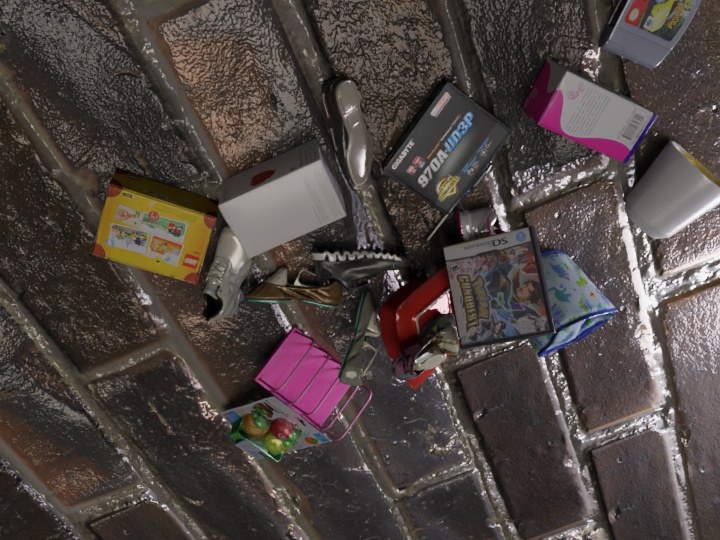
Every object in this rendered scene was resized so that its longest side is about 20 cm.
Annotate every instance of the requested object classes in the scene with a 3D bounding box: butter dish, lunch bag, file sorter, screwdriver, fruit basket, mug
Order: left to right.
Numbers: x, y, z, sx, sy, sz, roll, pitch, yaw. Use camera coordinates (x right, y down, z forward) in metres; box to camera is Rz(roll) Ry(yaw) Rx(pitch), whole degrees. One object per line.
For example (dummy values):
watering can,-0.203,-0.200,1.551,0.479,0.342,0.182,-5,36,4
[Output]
fruit basket,-0.192,0.354,1.439,0.199,0.094,0.185,-19,126,42
file sorter,-0.094,0.243,1.374,0.200,0.125,0.139,44,76,-26
butter dish,0.105,0.103,1.347,0.199,0.147,0.202,-36,126,-38
screwdriver,0.191,-0.134,1.278,0.028,0.029,0.201,29,107,-21
lunch bag,0.393,0.055,1.301,0.198,0.171,0.128,-20,150,-27
mug,0.618,-0.135,1.274,0.186,0.150,0.153,31,119,-15

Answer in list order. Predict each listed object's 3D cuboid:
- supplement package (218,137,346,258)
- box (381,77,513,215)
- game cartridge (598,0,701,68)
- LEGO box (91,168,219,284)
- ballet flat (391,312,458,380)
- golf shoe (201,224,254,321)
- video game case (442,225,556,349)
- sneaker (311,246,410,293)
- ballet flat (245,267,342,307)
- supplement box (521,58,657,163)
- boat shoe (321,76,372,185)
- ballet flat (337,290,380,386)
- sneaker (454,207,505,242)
supplement package,-0.142,-0.133,1.187,0.198,0.122,0.120,-23,120,6
box,0.159,-0.227,1.209,0.158,0.046,0.201,32,111,-16
game cartridge,0.519,-0.465,1.134,0.132,0.041,0.202,13,117,-18
LEGO box,-0.378,-0.079,1.213,0.198,0.077,0.150,18,116,-16
ballet flat,0.141,0.148,1.234,0.199,0.071,0.070,-34,122,-39
golf shoe,-0.263,0.012,1.259,0.078,0.097,0.202,19,117,16
video game case,0.257,0.034,1.224,0.179,0.025,0.202,-13,81,23
sneaker,0.000,0.000,1.301,0.197,0.066,0.092,1,98,-3
ballet flat,-0.132,0.032,1.321,0.198,0.068,0.073,5,99,-10
supplement box,0.411,-0.289,1.180,0.198,0.104,0.102,19,117,-18
boat shoe,-0.025,-0.253,1.181,0.067,0.057,0.202,-34,129,-29
ballet flat,0.009,0.141,1.337,0.063,0.202,0.068,15,160,6
sneaker,0.257,-0.040,1.313,0.087,0.082,0.201,-19,121,6
